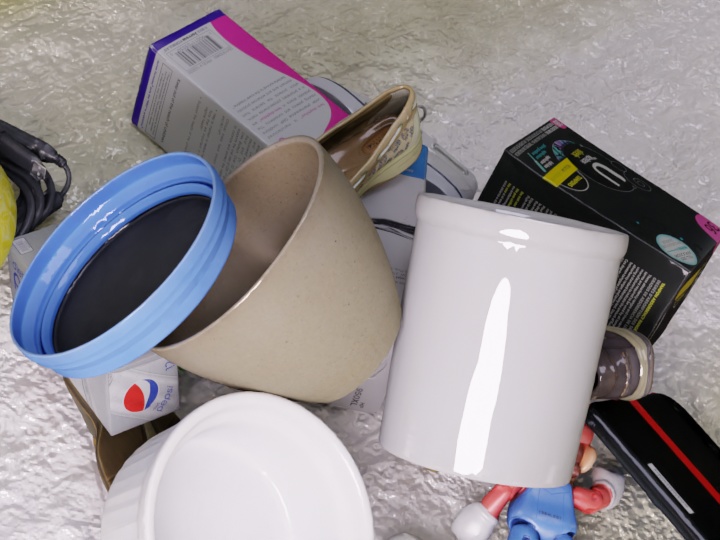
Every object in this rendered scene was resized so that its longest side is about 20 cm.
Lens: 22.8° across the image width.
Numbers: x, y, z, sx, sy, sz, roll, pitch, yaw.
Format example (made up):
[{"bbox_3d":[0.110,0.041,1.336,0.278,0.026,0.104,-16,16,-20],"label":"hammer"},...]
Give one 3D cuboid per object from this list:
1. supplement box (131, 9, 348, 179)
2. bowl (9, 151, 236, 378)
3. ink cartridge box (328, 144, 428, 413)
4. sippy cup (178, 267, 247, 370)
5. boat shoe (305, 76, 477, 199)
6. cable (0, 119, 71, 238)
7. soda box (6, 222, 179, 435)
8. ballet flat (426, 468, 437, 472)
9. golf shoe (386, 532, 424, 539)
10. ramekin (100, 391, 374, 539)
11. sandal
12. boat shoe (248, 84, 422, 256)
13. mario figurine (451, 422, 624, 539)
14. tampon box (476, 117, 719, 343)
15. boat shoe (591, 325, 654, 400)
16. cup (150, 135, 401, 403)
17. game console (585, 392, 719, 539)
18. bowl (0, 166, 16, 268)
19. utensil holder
[{"bbox_3d":[-0.104,-0.134,1.668,0.200,0.104,0.101,40,47,17],"label":"supplement box"},{"bbox_3d":[-0.178,-0.003,1.350,0.039,0.200,0.201,48,35,-32],"label":"bowl"},{"bbox_3d":[0.000,0.000,1.556,0.084,0.145,0.201,12,46,-8],"label":"ink cartridge box"},{"bbox_3d":[-0.126,-0.003,1.523,0.178,0.140,0.130,41,42,10],"label":"sippy cup"},{"bbox_3d":[0.033,-0.131,1.737,0.202,0.075,0.086,37,48,10],"label":"boat shoe"},{"bbox_3d":[-0.365,-0.078,1.562,0.199,0.051,0.164,27,54,9],"label":"cable"},{"bbox_3d":[-0.219,0.043,1.449,0.063,0.069,0.200,-20,43,-26],"label":"soda box"},{"bbox_3d":[0.054,0.098,1.560,0.063,0.069,0.201,-2,41,15],"label":"ballet flat"},{"bbox_3d":[0.091,0.271,1.385,0.072,0.092,0.200,-28,62,-35],"label":"golf shoe"},{"bbox_3d":[-0.096,0.198,1.327,0.199,0.098,0.202,12,69,-34],"label":"ramekin"},{"bbox_3d":[-0.187,0.135,1.433,0.080,0.054,0.200,-12,40,-24],"label":"sandal"},{"bbox_3d":[-0.026,-0.086,1.487,0.073,0.063,0.200,31,54,26],"label":"boat shoe"},{"bbox_3d":[0.152,0.203,1.500,0.123,0.106,0.201,39,47,-36],"label":"mario figurine"},{"bbox_3d":[0.209,-0.024,1.644,0.199,0.127,0.150,34,26,11],"label":"tampon box"},{"bbox_3d":[0.163,0.071,1.538,0.073,0.199,0.075,-4,94,-38],"label":"boat shoe"},{"bbox_3d":[-0.053,0.020,1.360,0.143,0.200,0.201,42,40,-25],"label":"cup"},{"bbox_3d":[0.284,0.187,1.524,0.200,0.031,0.176,50,25,22],"label":"game console"},{"bbox_3d":[-0.388,-0.061,1.445,0.199,0.108,0.201,-2,57,4],"label":"bowl"},{"bbox_3d":[0.109,0.053,1.397,0.169,0.201,0.170,10,5,-1],"label":"utensil holder"}]
